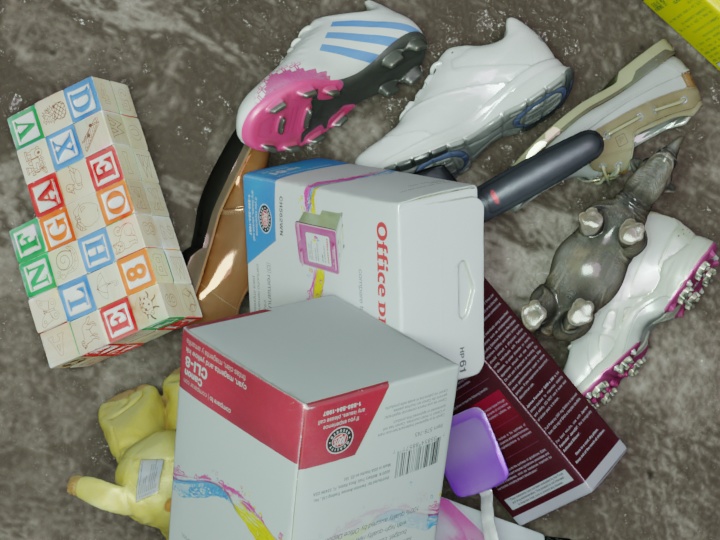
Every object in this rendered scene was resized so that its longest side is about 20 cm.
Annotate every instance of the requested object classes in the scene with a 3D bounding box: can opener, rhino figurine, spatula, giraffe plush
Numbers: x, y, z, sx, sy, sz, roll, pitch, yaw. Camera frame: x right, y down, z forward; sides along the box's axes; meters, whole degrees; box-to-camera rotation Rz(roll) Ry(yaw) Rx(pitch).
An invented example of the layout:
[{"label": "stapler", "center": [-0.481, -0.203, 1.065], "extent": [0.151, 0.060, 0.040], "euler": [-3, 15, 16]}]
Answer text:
[{"label": "can opener", "center": [0.103, -0.060, 1.339], "extent": [0.198, 0.063, 0.079], "euler": [-24, 100, 10]}, {"label": "rhino figurine", "center": [0.199, -0.027, 1.348], "extent": [0.060, 0.087, 0.201], "euler": [34, 88, 11]}, {"label": "spatula", "center": [0.105, 0.210, 1.324], "extent": [0.056, 0.020, 0.202], "euler": [-25, 72, 29]}, {"label": "giraffe plush", "center": [-0.119, 0.186, 1.323], "extent": [0.171, 0.201, 0.164], "euler": [-11, 116, 20]}]

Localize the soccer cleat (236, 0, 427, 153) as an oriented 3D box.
[{"label": "soccer cleat", "center": [-0.036, -0.158, 1.357], "extent": [0.199, 0.070, 0.086], "euler": [-29, 57, -33]}]

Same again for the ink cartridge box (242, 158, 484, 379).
[{"label": "ink cartridge box", "center": [0.000, 0.000, 1.294], "extent": [0.084, 0.199, 0.146], "euler": [-12, 106, -38]}]

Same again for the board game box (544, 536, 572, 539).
[{"label": "board game box", "center": [0.162, 0.321, 1.348], "extent": [0.028, 0.135, 0.203], "euler": [6, 86, -5]}]

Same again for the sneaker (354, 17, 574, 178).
[{"label": "sneaker", "center": [0.078, -0.133, 1.402], "extent": [0.199, 0.075, 0.088], "euler": [-31, 71, -7]}]

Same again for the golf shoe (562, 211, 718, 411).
[{"label": "golf shoe", "center": [0.209, 0.038, 1.407], "extent": [0.091, 0.075, 0.200], "euler": [40, 86, 20]}]

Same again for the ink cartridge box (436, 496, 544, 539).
[{"label": "ink cartridge box", "center": [0.060, 0.270, 1.307], "extent": [0.198, 0.043, 0.198], "euler": [22, 49, -26]}]

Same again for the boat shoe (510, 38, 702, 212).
[{"label": "boat shoe", "center": [0.199, -0.107, 1.401], "extent": [0.199, 0.075, 0.069], "euler": [-39, 86, -7]}]

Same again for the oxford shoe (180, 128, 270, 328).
[{"label": "oxford shoe", "center": [-0.097, -0.042, 1.376], "extent": [0.071, 0.071, 0.202], "euler": [19, 95, -15]}]

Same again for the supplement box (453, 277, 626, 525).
[{"label": "supplement box", "center": [0.108, 0.100, 1.361], "extent": [0.200, 0.109, 0.061], "euler": [50, 53, -2]}]

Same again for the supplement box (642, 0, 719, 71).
[{"label": "supplement box", "center": [0.343, -0.218, 1.404], "extent": [0.200, 0.109, 0.110], "euler": [41, 84, -3]}]

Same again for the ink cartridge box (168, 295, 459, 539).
[{"label": "ink cartridge box", "center": [-0.038, 0.144, 1.192], "extent": [0.144, 0.144, 0.202], "euler": [-12, 117, -41]}]

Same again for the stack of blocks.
[{"label": "stack of blocks", "center": [-0.215, -0.036, 1.340], "extent": [0.114, 0.058, 0.202], "euler": [-22, 81, 21]}]
